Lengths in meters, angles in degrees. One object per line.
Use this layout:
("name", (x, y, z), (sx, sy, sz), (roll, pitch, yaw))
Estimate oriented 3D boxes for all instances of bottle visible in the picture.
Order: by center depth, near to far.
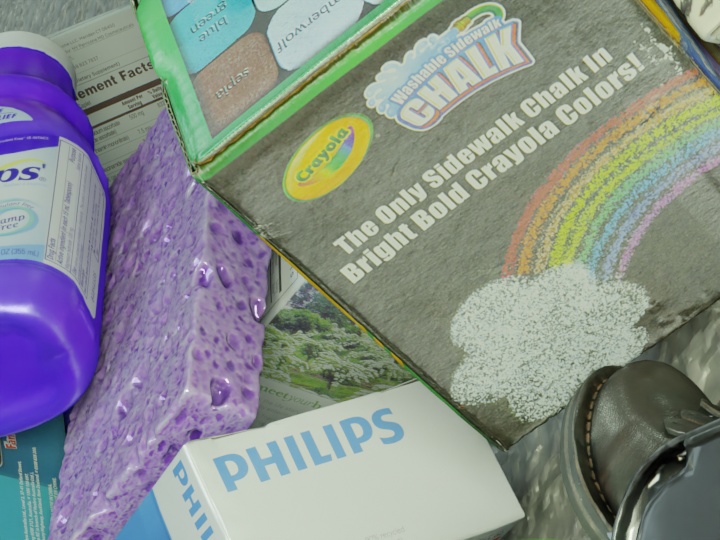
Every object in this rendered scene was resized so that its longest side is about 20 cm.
("bottle", (-0.136, -0.020, 1.016), (0.083, 0.065, 0.200), (-15, 35, 10))

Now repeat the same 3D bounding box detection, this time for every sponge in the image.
("sponge", (-0.068, 0.007, 0.965), (0.112, 0.030, 0.200), (-51, 25, 39))

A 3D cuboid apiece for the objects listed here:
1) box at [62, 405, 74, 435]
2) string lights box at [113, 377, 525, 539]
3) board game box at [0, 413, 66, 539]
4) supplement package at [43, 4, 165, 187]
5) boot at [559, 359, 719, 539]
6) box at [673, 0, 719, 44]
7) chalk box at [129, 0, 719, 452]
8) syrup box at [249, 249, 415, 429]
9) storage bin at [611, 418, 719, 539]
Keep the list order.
("box", (-0.119, 0.132, 1.109), (0.200, 0.105, 0.184), (-28, 49, 59))
("string lights box", (-0.037, 0.111, 0.900), (0.059, 0.103, 0.200), (64, 148, 18))
("board game box", (-0.174, 0.130, 1.041), (0.200, 0.047, 0.151), (-58, 28, 29))
("supplement package", (-0.178, -0.013, 1.238), (0.111, 0.156, 0.200), (60, 144, 5))
("boot", (0.141, 0.030, 0.675), (0.174, 0.069, 0.200), (-58, 31, 18))
("box", (0.085, -0.160, 0.768), (0.068, 0.082, 0.200), (-43, 67, 29))
("chalk box", (0.017, -0.069, 0.756), (0.124, 0.200, 0.124), (-36, 40, 13))
("syrup box", (0.000, 0.000, 0.969), (0.200, 0.079, 0.082), (-50, 31, 42))
("storage bin", (0.152, 0.079, 0.503), (0.200, 0.094, 0.135), (-29, 56, 44))
